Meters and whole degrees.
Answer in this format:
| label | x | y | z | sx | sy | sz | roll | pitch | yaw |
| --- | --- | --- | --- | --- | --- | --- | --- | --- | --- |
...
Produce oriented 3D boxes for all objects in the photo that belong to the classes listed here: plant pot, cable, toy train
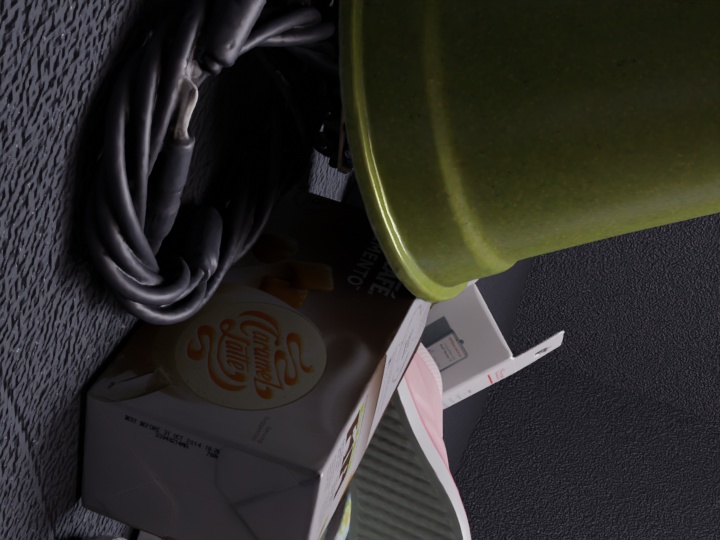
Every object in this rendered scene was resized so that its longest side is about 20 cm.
| label | x | y | z | sx | sy | sz | roll | pitch | yaw |
| --- | --- | --- | --- | --- | --- | --- | --- | --- | --- |
| plant pot | 0.112 | -0.092 | 0.637 | 0.200 | 0.184 | 0.201 | -6 | 90 | -68 |
| cable | -0.057 | -0.049 | 0.580 | 0.200 | 0.051 | 0.163 | 71 | 40 | -75 |
| toy train | 0.002 | -0.131 | 0.750 | 0.200 | 0.046 | 0.034 | 98 | 15 | -48 |

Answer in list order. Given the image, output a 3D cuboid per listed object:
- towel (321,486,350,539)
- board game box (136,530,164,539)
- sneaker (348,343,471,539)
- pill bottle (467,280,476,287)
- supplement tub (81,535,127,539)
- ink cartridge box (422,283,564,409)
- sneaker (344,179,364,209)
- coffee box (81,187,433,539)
| label | x | y | z | sx | sy | sz | roll | pitch | yaw |
| --- | --- | --- | --- | --- | --- | --- | --- | --- | --- |
| towel | -0.058 | 0.211 | 0.792 | 0.171 | 0.048 | 0.200 | 12 | 97 | -81 |
| board game box | -0.106 | 0.203 | 0.791 | 0.151 | 0.046 | 0.200 | -1 | 110 | -79 |
| sneaker | 0.028 | 0.121 | 0.819 | 0.105 | 0.075 | 0.201 | -27 | 101 | -73 |
| pill bottle | 0.058 | -0.036 | 1.041 | 0.200 | 0.111 | 0.111 | -30 | 138 | -75 |
| supplement tub | -0.065 | 0.221 | 0.607 | 0.145 | 0.200 | 0.145 | 19 | 90 | -80 |
| ink cartridge box | 0.054 | 0.072 | 1.022 | 0.200 | 0.067 | 0.117 | -28 | 169 | 2 |
| sneaker | 0.000 | 0.000 | 0.829 | 0.088 | 0.074 | 0.200 | -47 | 172 | -44 |
| coffee box | -0.041 | 0.047 | 0.661 | 0.200 | 0.114 | 0.080 | -57 | 162 | -52 |
